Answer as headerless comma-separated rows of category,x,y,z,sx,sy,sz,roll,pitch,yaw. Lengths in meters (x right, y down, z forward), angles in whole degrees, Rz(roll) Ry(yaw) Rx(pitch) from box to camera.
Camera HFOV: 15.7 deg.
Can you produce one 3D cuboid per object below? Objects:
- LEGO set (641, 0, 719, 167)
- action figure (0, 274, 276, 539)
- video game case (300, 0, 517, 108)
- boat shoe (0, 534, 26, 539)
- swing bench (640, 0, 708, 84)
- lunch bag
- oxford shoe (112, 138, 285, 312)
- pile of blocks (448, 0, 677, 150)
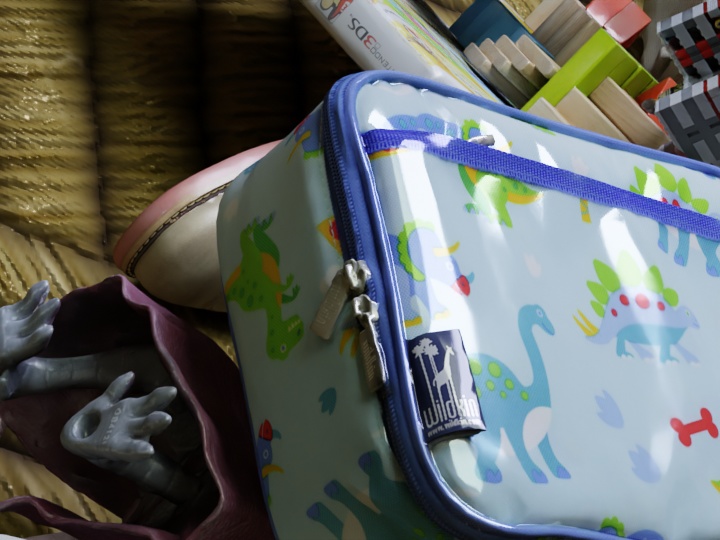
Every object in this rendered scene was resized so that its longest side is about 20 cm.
LEGO set,0.172,-0.071,0.975,0.154,0.115,0.201,49,29,-37
action figure,-0.029,0.087,0.809,0.200,0.149,0.134,36,33,-42
video game case,0.020,-0.085,1.006,0.182,0.023,0.200,50,9,34
boat shoe,-0.057,0.153,0.717,0.200,0.072,0.066,44,28,-9
swing bench,0.204,-0.066,1.169,0.199,0.130,0.199,27,36,-9
lunch bag,0.056,0.030,0.767,0.199,0.082,0.161,16,50,-37
oxford shoe,0.000,0.000,0.942,0.199,0.070,0.075,-2,54,-45
pile of blocks,0.086,-0.087,1.043,0.082,0.062,0.200,40,9,-29
